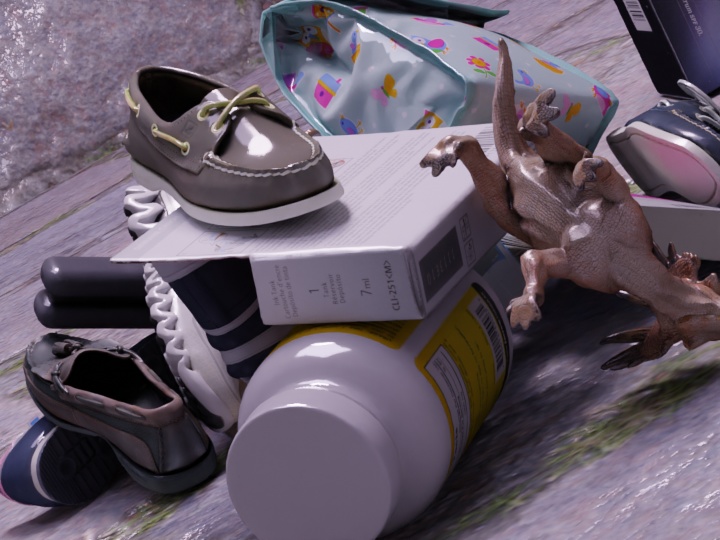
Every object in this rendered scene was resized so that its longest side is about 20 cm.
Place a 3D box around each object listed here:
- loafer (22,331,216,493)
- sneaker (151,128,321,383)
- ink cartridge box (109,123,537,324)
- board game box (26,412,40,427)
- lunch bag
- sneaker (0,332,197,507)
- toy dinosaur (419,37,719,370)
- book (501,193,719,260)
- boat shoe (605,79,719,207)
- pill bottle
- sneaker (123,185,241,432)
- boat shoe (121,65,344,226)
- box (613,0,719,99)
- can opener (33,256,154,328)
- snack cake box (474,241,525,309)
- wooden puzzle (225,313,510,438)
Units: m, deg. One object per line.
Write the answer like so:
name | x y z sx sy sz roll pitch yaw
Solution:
loafer | -0.159 0.075 1.569 0.072 0.063 0.200 -30 36 -25
sneaker | -0.049 -0.006 1.416 0.070 0.109 0.200 -29 9 28
ink cartridge box | -0.012 -0.026 1.301 0.173 0.044 0.200 -4 20 26
board game box | -0.174 0.082 1.820 0.158 0.039 0.200 -22 12 25
lunch bag | 0.045 -0.123 1.643 0.170 0.122 0.200 3 28 -46
sneaker | -0.176 0.097 1.679 0.082 0.070 0.200 -12 17 45
toy dinosaur | 0.113 -0.021 1.237 0.086 0.200 0.136 -43 -35 14
book | 0.141 -0.033 1.456 0.133 0.048 0.200 3 4 -13
boat shoe | 0.214 -0.082 1.577 0.062 0.075 0.200 -39 2 -3
pill bottle | 0.003 0.070 1.255 0.112 0.113 0.200 -22 11 25
sneaker | -0.099 0.014 1.578 0.081 0.075 0.200 -17 53 0
boat shoe | -0.075 -0.069 1.303 0.072 0.060 0.202 -19 20 -25
box | 0.293 -0.269 1.911 0.198 0.200 0.123 -28 10 -4
can opener | -0.120 0.025 1.661 0.200 0.053 0.067 0 33 -27
snack cake box | 0.000 0.000 1.468 0.115 0.067 0.200 -50 35 -7
wooden puzzle | -0.007 0.043 1.586 0.200 0.046 0.185 -29 11 -10
